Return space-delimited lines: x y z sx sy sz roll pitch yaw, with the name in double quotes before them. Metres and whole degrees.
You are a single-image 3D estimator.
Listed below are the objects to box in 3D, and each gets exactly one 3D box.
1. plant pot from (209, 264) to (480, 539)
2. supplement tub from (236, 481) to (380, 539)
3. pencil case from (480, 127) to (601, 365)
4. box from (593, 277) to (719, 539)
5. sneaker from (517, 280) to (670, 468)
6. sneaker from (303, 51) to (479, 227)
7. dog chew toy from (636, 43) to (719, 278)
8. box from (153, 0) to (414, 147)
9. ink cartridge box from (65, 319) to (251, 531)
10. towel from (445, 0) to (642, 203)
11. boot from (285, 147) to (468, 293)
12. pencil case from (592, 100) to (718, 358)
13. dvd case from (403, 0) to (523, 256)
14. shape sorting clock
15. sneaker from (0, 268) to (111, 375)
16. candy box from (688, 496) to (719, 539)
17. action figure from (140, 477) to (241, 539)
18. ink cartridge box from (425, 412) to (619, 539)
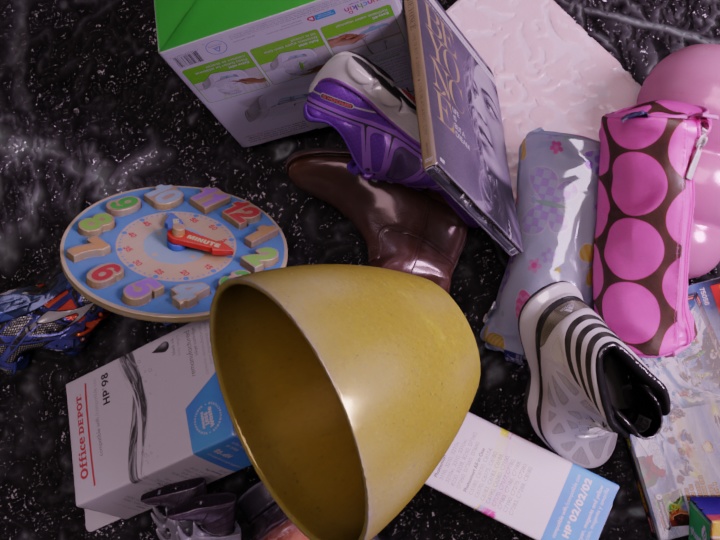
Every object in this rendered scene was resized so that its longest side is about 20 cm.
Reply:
"plant pot" 0.001 0.077 0.641 0.141 0.200 0.201 -22 74 -30
"supplement tub" -0.023 0.259 0.741 0.106 0.107 0.201 -33 77 -1
"pencil case" 0.165 -0.018 0.772 0.090 0.083 0.202 14 93 40
"box" 0.291 0.115 0.769 0.136 0.040 0.202 -14 77 4
"sneaker" 0.184 0.114 0.694 0.075 0.201 0.116 -28 39 -6
"sneaker" 0.035 -0.101 0.770 0.199 0.081 0.083 38 110 -17
"dog chew toy" 0.290 -0.087 0.774 0.123 0.125 0.202 14 94 9
"box" -0.053 -0.208 0.787 0.198 0.176 0.098 -15 68 13
"ink cartridge box" -0.183 0.135 0.769 0.199 0.067 0.117 -26 58 15
"towel" 0.139 -0.169 0.849 0.191 0.032 0.200 -41 77 -2
"boot" 0.000 0.000 0.779 0.184 0.064 0.202 15 63 1
"pencil case" 0.230 -0.030 0.704 0.093 0.090 0.202 14 112 47
"dvd case" 0.084 -0.129 0.733 0.016 0.148 0.202 -22 54 27
"shape sorting clock" -0.163 -0.023 0.793 0.198 0.200 0.040 17 123 9
"sneaker" -0.266 0.037 0.841 0.198 0.075 0.079 -21 93 4
"candy box" 0.344 0.283 0.690 0.167 0.077 0.202 0 89 5
"action figure" -0.117 0.272 0.721 0.069 0.130 0.202 -16 100 -18
"ink cartridge box" 0.101 0.162 0.742 0.198 0.115 0.068 25 82 10
